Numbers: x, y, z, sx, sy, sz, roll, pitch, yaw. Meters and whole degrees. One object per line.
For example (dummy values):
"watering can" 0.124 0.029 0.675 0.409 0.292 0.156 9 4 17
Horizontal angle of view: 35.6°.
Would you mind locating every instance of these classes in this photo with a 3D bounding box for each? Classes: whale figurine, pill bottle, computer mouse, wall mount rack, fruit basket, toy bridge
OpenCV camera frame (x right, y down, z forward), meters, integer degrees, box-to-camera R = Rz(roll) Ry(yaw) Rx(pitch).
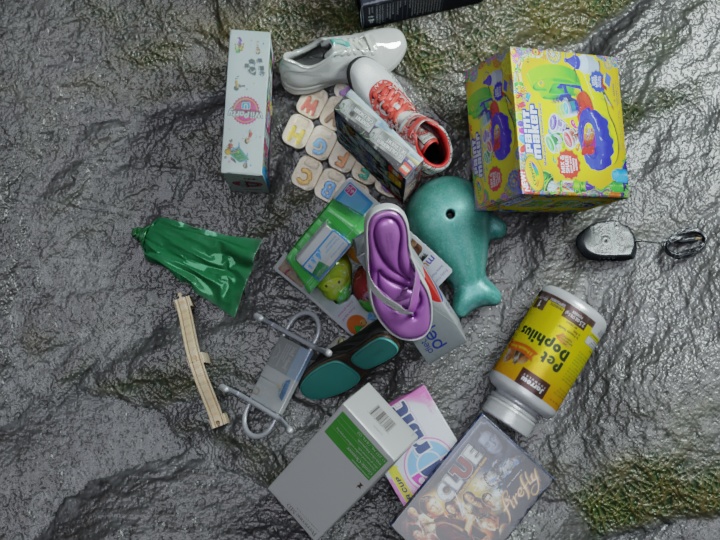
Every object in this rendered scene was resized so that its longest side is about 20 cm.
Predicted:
"whale figurine" 0.139 -0.038 1.611 0.156 0.104 0.203 -18 82 -1
"pill bottle" 0.256 0.131 1.590 0.108 0.109 0.202 32 86 4
"computer mouse" 0.412 -0.040 1.647 0.196 0.034 0.060 1 68 -4
"wall mount rack" -0.110 0.149 1.584 0.172 0.074 0.203 23 84 39
"fruit basket" 0.000 0.000 1.598 0.200 0.094 0.185 43 113 0
"toy bridge" -0.234 0.129 1.622 0.027 0.067 0.203 -17 85 -1

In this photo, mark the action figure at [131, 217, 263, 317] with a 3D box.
"action figure" -0.248 -0.024 1.645 0.197 0.055 0.120 22 87 10

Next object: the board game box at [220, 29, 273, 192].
"board game box" -0.160 -0.225 1.617 0.063 0.148 0.204 3 85 -1

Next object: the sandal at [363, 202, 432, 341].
"sandal" 0.044 0.012 1.472 0.081 0.050 0.205 -17 116 3

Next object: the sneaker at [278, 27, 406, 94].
"sneaker" -0.024 -0.318 1.646 0.197 0.089 0.076 -20 70 -6

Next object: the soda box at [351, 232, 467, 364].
"soda box" 0.069 0.027 1.545 0.068 0.064 0.201 -30 114 9

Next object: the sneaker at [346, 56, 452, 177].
"sneaker" 0.061 -0.225 1.602 0.067 0.108 0.203 -35 101 -13

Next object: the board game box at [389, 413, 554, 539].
"board game box" 0.153 0.318 1.544 0.135 0.035 0.201 40 85 3

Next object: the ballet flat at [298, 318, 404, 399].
"ballet flat" -0.008 0.121 1.602 0.199 0.069 0.068 -31 120 34

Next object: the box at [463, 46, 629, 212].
"box" 0.261 -0.192 1.579 0.189 0.122 0.204 -1 83 -28

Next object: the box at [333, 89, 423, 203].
"box" 0.025 -0.168 1.565 0.137 0.200 0.040 44 86 5

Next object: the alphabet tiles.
"alphabet tiles" -0.014 -0.194 1.676 0.198 0.015 0.198 27 86 3

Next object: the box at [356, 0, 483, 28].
"box" 0.081 -0.462 1.656 0.196 0.104 0.151 -11 84 0

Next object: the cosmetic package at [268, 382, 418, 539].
"cosmetic package" -0.025 0.265 1.548 0.108 0.085 0.201 44 120 9

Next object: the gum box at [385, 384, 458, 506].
"gum box" 0.088 0.270 1.600 0.112 0.066 0.202 -31 85 -3
